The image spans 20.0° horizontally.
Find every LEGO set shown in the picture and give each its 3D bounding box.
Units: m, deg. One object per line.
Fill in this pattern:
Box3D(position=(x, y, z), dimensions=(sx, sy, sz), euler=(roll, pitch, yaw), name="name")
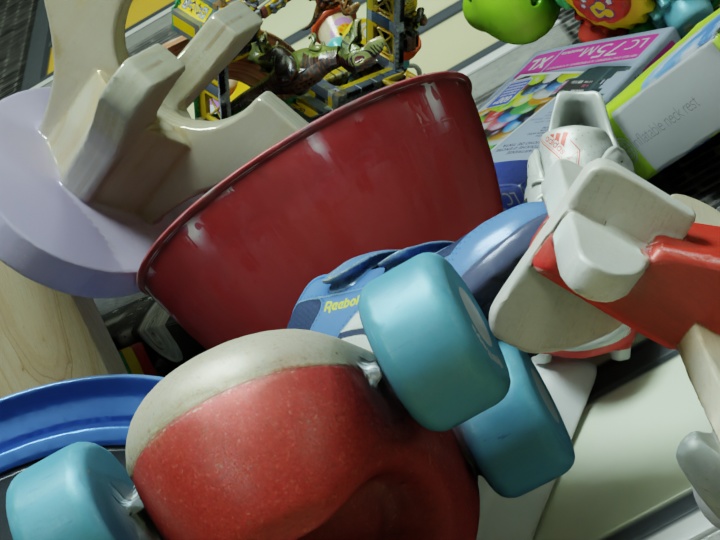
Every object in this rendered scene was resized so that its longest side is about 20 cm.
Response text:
Box3D(position=(-0.008, -0.115, 1.212), dimensions=(0.200, 0.154, 0.116), euler=(-19, 38, -37), name="LEGO set")

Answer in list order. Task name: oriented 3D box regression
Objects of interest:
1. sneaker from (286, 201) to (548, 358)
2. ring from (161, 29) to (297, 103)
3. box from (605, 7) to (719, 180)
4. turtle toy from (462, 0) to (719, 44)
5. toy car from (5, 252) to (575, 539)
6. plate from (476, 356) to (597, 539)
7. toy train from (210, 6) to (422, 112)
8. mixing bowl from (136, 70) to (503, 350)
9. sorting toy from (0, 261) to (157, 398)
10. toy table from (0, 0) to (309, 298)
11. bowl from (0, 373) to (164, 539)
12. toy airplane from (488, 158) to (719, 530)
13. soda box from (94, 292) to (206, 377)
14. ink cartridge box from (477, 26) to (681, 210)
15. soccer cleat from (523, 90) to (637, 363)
Box3D(position=(0.018, 0.020, 0.865), dimensions=(0.200, 0.074, 0.082), euler=(-40, 57, 37), name="sneaker")
Box3D(position=(-0.110, -0.064, 1.266), dimensions=(0.200, 0.201, 0.019), euler=(-38, 53, -17), name="ring")
Box3D(position=(0.196, -0.114, 1.057), dimensions=(0.122, 0.048, 0.200), euler=(-41, 1, -23), name="box")
Box3D(position=(0.149, -0.192, 1.262), dimensions=(0.200, 0.146, 0.101), euler=(-8, 39, 47), name="turtle toy")
Box3D(position=(0.002, 0.133, 0.749), dimensions=(0.184, 0.177, 0.200), euler=(-28, 61, 9), name="toy car")
Box3D(position=(-0.003, 0.112, 0.940), dimensions=(0.199, 0.032, 0.200), euler=(-18, 24, 32), name="plate")
Box3D(position=(-0.050, -0.113, 1.374), dimensions=(0.200, 0.056, 0.150), euler=(-27, -20, -2), name="toy train")
Box3D(position=(0.000, 0.000, 1.029), dimensions=(0.200, 0.108, 0.200), euler=(-32, -11, -7), name="mixing bowl")
Box3D(position=(-0.219, 0.049, 1.156), dimensions=(0.199, 0.200, 0.070), euler=(-25, 1, 26), name="sorting toy")
Box3D(position=(-0.116, -0.076, 1.062), dimensions=(0.117, 0.184, 0.200), euler=(-50, 12, 23), name="toy table")
Box3D(position=(-0.149, 0.120, 0.957), dimensions=(0.200, 0.039, 0.201), euler=(-12, 28, 6), name="bowl")
Box3D(position=(0.142, 0.035, 0.746), dimensions=(0.199, 0.141, 0.200), euler=(30, 32, 36), name="toy airplane")
Box3D(position=(-0.139, 0.050, 1.218), dimensions=(0.200, 0.063, 0.071), euler=(-14, 27, 39), name="soda box")
Box3D(position=(0.097, -0.069, 1.198), dimensions=(0.119, 0.042, 0.200), euler=(-5, 35, 50), name="ink cartridge box")
Box3D(position=(0.105, -0.023, 1.001), dimensions=(0.068, 0.085, 0.200), euler=(-1, 26, 9), name="soccer cleat")
